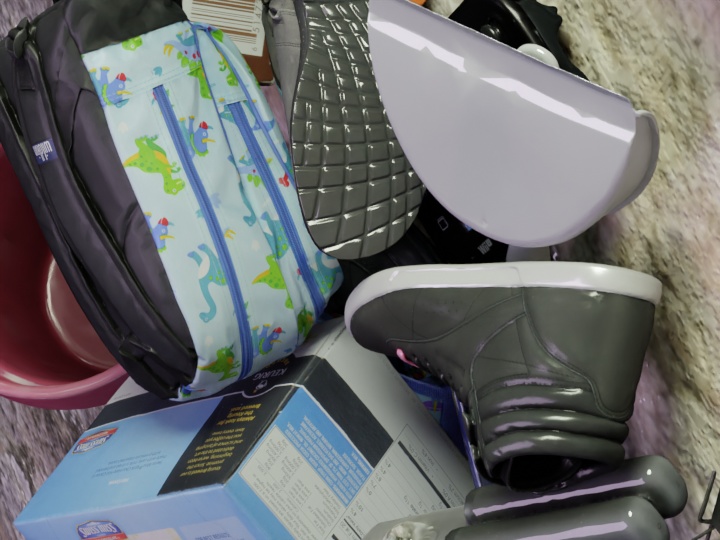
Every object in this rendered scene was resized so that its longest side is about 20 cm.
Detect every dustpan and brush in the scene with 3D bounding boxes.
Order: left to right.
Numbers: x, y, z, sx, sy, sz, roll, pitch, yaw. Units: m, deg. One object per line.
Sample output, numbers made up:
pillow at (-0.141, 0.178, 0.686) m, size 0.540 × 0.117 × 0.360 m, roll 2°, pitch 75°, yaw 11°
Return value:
dustpan and brush at (0.070, -0.042, 1.142) m, size 0.139 × 0.057 × 0.200 m, roll 27°, pitch 141°, yaw 22°

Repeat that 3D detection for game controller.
game controller at (0.060, -0.064, 1.216) m, size 0.104 × 0.042 × 0.200 m, roll 66°, pitch 158°, yaw 8°

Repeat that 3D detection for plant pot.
plant pot at (-0.165, -0.005, 1.581) m, size 0.200 × 0.200 × 0.179 m, roll 62°, pitch -174°, yaw 16°

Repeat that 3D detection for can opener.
can opener at (0.073, 0.136, 1.202) m, size 0.200 × 0.053 × 0.067 m, roll -15°, pitch 122°, yaw 41°

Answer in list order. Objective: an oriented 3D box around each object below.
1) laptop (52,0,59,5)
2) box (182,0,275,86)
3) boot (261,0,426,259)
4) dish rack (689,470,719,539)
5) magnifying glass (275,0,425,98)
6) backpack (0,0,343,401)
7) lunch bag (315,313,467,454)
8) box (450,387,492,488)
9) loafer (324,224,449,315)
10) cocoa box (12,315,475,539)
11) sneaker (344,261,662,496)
laptop at (-0.127, -0.202, 1.397) m, size 0.103 × 0.200 × 0.177 m, roll 35°, pitch -153°, yaw -40°
box at (-0.111, -0.158, 1.445) m, size 0.200 × 0.075 × 0.100 m, roll 13°, pitch 96°, yaw 63°
boot at (-0.013, -0.096, 1.260) m, size 0.132 × 0.070 × 0.200 m, roll 139°, pitch 129°, yaw -76°
dish rack at (0.176, 0.192, 1.154) m, size 0.153 × 0.055 × 0.200 m, roll 53°, pitch 152°, yaw 33°
magnifying glass at (-0.009, -0.123, 1.348) m, size 0.080 × 0.022 × 0.200 m, roll 69°, pitch 157°, yaw 3°
backpack at (-0.099, -0.035, 1.287) m, size 0.163 × 0.154 × 0.200 m, roll -25°, pitch 78°, yaw 60°
lunch bag at (-0.007, 0.076, 1.450) m, size 0.200 × 0.094 × 0.151 m, roll 40°, pitch 142°, yaw 34°
box at (0.081, 0.145, 1.291) m, size 0.121 × 0.032 × 0.200 m, roll -98°, pitch -6°, yaw -87°
loafer at (0.000, 0.000, 1.354) m, size 0.201 × 0.070 × 0.068 m, roll 42°, pitch 171°, yaw 50°
cocoa box at (-0.061, 0.127, 1.372) m, size 0.200 × 0.131 × 0.133 m, roll -15°, pitch 120°, yaw 48°
sneaker at (0.053, 0.052, 1.178) m, size 0.200 × 0.071 × 0.099 m, roll -5°, pitch 72°, yaw 51°
